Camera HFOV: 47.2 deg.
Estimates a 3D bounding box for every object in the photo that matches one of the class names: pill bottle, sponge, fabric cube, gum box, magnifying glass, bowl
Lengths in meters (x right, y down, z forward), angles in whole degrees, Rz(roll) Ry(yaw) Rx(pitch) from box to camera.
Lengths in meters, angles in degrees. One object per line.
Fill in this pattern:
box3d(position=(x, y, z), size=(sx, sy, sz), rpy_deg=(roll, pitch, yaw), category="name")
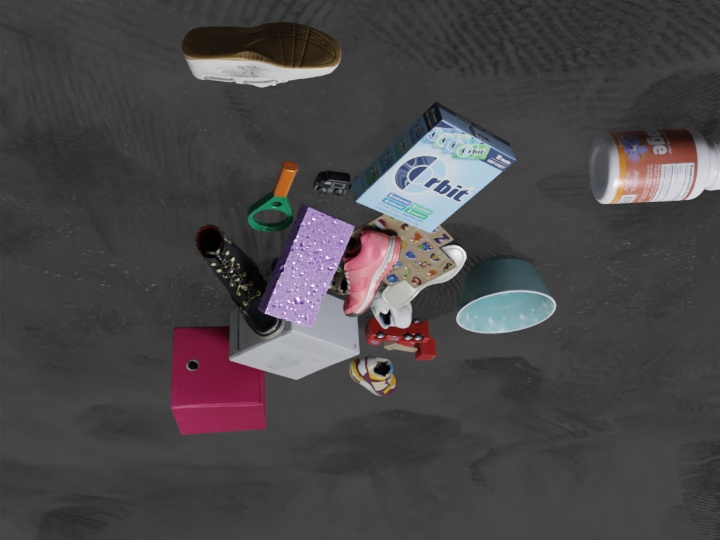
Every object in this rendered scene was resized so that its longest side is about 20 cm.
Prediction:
box3d(position=(0.469, -0.165, 1.286), size=(0.199, 0.113, 0.112), rpy_deg=(-3, 153, -3), category="pill bottle")
box3d(position=(-0.094, -0.007, 1.445), size=(0.111, 0.201, 0.030), rpy_deg=(22, -178, -41), category="sponge")
box3d(position=(-0.320, 0.252, 1.889), size=(0.198, 0.197, 0.200), rpy_deg=(-1, 152, -5), category="fabric cube")
box3d(position=(0.113, -0.154, 1.291), size=(0.169, 0.045, 0.200), rpy_deg=(20, 133, -37), category="gum box")
box3d(position=(-0.141, -0.121, 1.388), size=(0.079, 0.022, 0.200), rpy_deg=(5, 153, -17), category="magnifying glass")
box3d(position=(0.287, 0.040, 1.664), size=(0.200, 0.105, 0.201), rpy_deg=(-3, 153, -1), category="bowl")

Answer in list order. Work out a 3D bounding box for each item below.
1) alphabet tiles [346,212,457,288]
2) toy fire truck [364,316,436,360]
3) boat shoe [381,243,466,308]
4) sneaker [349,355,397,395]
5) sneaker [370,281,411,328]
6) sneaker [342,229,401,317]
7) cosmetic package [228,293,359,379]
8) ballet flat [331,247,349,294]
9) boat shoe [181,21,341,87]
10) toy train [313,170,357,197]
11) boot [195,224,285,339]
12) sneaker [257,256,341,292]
box3d(position=(0.085, -0.039, 1.518), size=(0.167, 0.008, 0.200), rpy_deg=(-28, 132, 25), category="alphabet tiles")
box3d(position=(0.096, 0.160, 1.930), size=(0.199, 0.049, 0.141), rpy_deg=(4, 152, -15), category="toy fire truck")
box3d(position=(0.125, 0.001, 1.615), size=(0.074, 0.060, 0.200), rpy_deg=(42, 121, -14), category="boat shoe")
box3d(position=(0.057, 0.271, 2.111), size=(0.090, 0.075, 0.200), rpy_deg=(-15, 152, 31), category="sneaker")
box3d(position=(0.059, 0.089, 1.746), size=(0.074, 0.087, 0.200), rpy_deg=(-16, 152, 18), category="sneaker")
box3d(position=(0.000, 0.000, 1.513), size=(0.086, 0.074, 0.200), rpy_deg=(23, 126, -11), category="sneaker")
box3d(position=(-0.141, 0.130, 1.758), size=(0.200, 0.123, 0.199), rpy_deg=(-24, 147, 36), category="cosmetic package")
box3d(position=(-0.010, -0.008, 1.588), size=(0.067, 0.047, 0.200), rpy_deg=(9, 147, -22), category="ballet flat")
box3d(position=(-0.123, -0.269, 1.052), size=(0.199, 0.071, 0.069), rpy_deg=(4, 154, 2), category="boat shoe")
box3d(position=(0.021, -0.140, 1.360), size=(0.199, 0.034, 0.046), rpy_deg=(4, 141, -17), category="toy train")
box3d(position=(-0.218, 0.020, 1.468), size=(0.073, 0.204, 0.154), rpy_deg=(-34, 143, 3), category="boot")
box3d(position=(-0.117, 0.017, 1.587), size=(0.129, 0.080, 0.199), rpy_deg=(27, 130, -32), category="sneaker")
